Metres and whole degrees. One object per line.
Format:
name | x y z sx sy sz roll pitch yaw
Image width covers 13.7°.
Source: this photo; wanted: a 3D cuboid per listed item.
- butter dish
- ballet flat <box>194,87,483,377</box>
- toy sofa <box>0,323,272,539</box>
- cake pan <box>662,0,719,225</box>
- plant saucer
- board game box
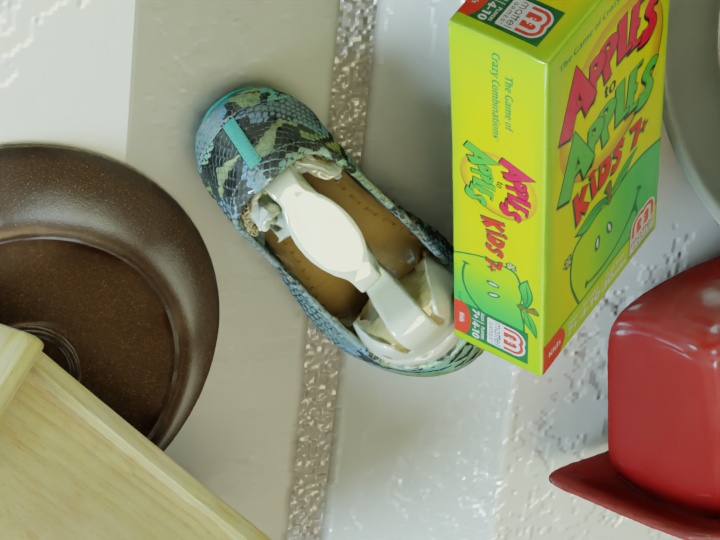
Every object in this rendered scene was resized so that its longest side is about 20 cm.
butter dish | 0.195 0.033 1.369 0.199 0.200 0.148 -14 99 -16
ballet flat | 0.000 0.000 1.309 0.074 0.074 0.200 -44 127 7
toy sofa | -0.126 0.100 1.280 0.200 0.098 0.083 43 73 -37
cake pan | 0.214 -0.090 1.276 0.037 0.200 0.201 -15 129 -45
plant saucer | -0.151 0.041 1.291 0.200 0.032 0.201 -11 125 -17
board game box | 0.084 -0.058 1.260 0.102 0.048 0.200 -50 154 -31
